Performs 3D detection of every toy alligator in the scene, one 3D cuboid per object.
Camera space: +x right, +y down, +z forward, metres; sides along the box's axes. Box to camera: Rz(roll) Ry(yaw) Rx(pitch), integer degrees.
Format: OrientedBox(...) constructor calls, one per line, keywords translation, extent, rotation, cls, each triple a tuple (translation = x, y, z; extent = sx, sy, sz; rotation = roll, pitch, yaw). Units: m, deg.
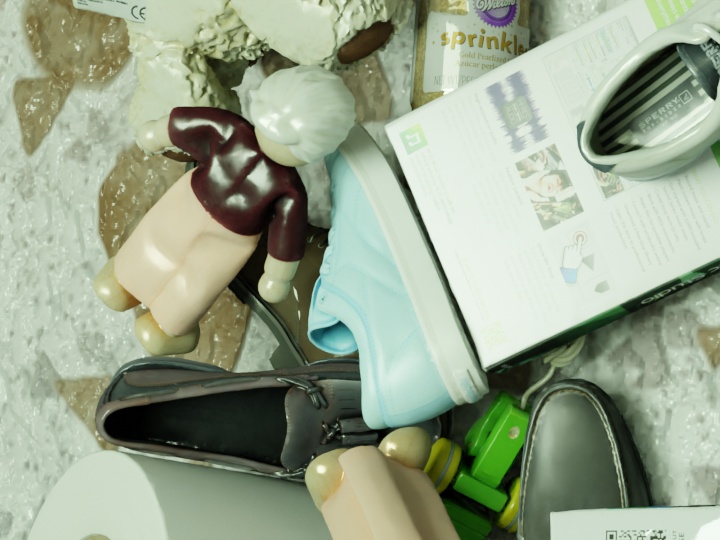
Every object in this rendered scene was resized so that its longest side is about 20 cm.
OrientedBox(translation=(0.066, 0.108, 1.077), extent=(0.201, 0.059, 0.054), rotation=(-62, 9, 5), cls="toy alligator")

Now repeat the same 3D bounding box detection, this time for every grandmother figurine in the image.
OrientedBox(translation=(-0.073, -0.041, 1.089), extent=(0.121, 0.061, 0.200), rotation=(42, 126, -5), cls="grandmother figurine")
OrientedBox(translation=(0.031, 0.161, 0.958), extent=(0.121, 0.061, 0.200), rotation=(-24, 40, -7), cls="grandmother figurine")

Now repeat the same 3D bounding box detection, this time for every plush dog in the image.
OrientedBox(translation=(-0.058, -0.177, 1.155), extent=(0.199, 0.172, 0.161), rotation=(-30, 95, 33), cls="plush dog")

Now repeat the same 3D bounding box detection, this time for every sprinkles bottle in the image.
OrientedBox(translation=(0.063, -0.142, 1.111), extent=(0.068, 0.068, 0.202), rotation=(-1, 81, 38), cls="sprinkles bottle")

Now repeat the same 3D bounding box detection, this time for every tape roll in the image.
OrientedBox(translation=(-0.095, 0.208, 1.091), extent=(0.202, 0.138, 0.204), rotation=(-25, 59, 51), cls="tape roll")

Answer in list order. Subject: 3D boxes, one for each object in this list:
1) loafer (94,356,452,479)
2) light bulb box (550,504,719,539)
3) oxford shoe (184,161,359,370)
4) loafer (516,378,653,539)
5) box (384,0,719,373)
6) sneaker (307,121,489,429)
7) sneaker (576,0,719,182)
OrientedBox(translation=(-0.050, 0.087, 1.091), extent=(0.198, 0.063, 0.073), rotation=(3, 103, 9), cls="loafer")
OrientedBox(translation=(0.200, 0.206, 0.900), extent=(0.199, 0.124, 0.200), rotation=(-6, 78, 38), cls="light bulb box")
OrientedBox(translation=(-0.032, -0.003, 1.164), extent=(0.084, 0.073, 0.201), rotation=(-43, 70, 21), cls="oxford shoe")
OrientedBox(translation=(0.114, 0.153, 1.003), extent=(0.072, 0.072, 0.202), rotation=(-8, 79, 14), cls="loafer")
OrientedBox(translation=(0.127, -0.053, 1.020), extent=(0.199, 0.036, 0.145), rotation=(-26, 77, 17), cls="box")
OrientedBox(translation=(0.000, 0.000, 1.079), extent=(0.081, 0.074, 0.201), rotation=(-25, 49, 3), cls="sneaker")
OrientedBox(translation=(0.185, -0.107, 0.926), extent=(0.073, 0.071, 0.200), rotation=(49, 115, 8), cls="sneaker")
